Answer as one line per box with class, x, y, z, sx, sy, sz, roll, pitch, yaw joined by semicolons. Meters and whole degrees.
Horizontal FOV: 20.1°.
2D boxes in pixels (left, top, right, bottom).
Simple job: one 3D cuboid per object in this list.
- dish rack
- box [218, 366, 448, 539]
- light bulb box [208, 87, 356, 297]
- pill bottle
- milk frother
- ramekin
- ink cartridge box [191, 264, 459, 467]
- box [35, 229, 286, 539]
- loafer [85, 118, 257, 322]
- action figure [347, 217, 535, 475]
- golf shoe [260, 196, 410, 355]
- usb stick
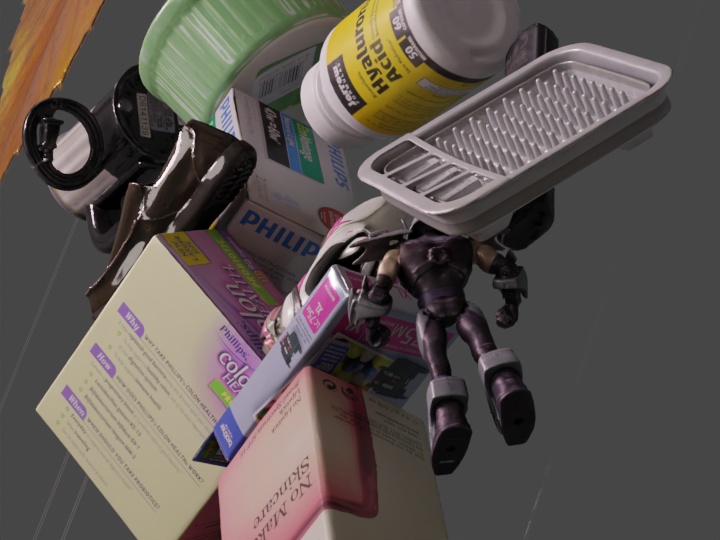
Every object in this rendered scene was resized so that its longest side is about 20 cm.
dish rack;0.110;-0.086;1.402;0.199;0.044;0.171;-32;22;-12
box;-0.020;0.187;1.408;0.128;0.108;0.201;-52;25;24
light bulb box;-0.107;-0.015;1.793;0.201;0.124;0.199;-54;25;24
pill bottle;0.035;-0.175;1.676;0.200;0.111;0.112;-33;37;52
milk frother;-0.303;-0.130;2.248;0.188;0.199;0.182;-34;40;50
ramekin;-0.098;-0.204;1.893;0.098;0.199;0.200;49;118;21
ink cartridge box;-0.025;0.091;1.506;0.200;0.119;0.042;-51;45;25
box;-0.135;0.100;1.636;0.176;0.096;0.201;47;117;22
loafer;-0.165;-0.042;1.673;0.200;0.071;0.073;-50;-13;14
action figure;0.059;0.035;1.393;0.070;0.129;0.201;79;178;-50
golf shoe;0.000;0.000;1.570;0.092;0.072;0.200;-48;6;43
usb stick;0.124;-0.101;1.506;0.056;0.032;0.201;-50;25;44
